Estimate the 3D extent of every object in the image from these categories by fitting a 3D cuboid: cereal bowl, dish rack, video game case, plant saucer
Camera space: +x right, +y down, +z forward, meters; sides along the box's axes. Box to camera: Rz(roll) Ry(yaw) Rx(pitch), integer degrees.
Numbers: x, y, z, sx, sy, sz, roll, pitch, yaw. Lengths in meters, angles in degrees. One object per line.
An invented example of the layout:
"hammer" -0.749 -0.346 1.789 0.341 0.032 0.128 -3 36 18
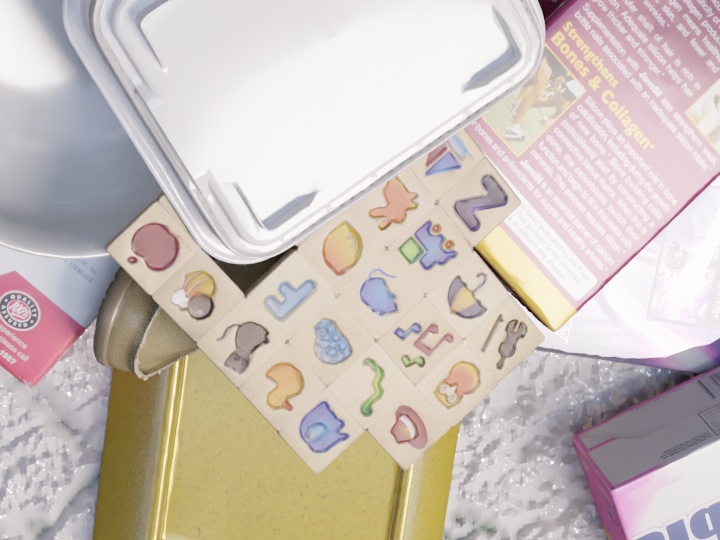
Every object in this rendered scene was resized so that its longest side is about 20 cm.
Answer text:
"cereal bowl" -0.134 -0.113 0.929 0.198 0.083 0.202 -8 114 -20
"dish rack" -0.016 -0.108 0.905 0.199 0.044 0.172 -34 117 -6
"video game case" 0.161 -0.018 1.137 0.198 0.019 0.144 8 101 -13
"plant saucer" -0.040 0.091 1.100 0.198 0.048 0.202 7 101 -7

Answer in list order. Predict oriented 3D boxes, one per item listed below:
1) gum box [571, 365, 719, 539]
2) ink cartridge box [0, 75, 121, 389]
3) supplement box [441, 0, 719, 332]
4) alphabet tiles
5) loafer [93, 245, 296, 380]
"gum box" 0.234 0.112 1.143 0.199 0.066 0.114 -24 118 -4
"ink cartridge box" -0.159 -0.066 1.031 0.145 0.083 0.200 42 92 -17
"supplement box" 0.119 -0.091 1.046 0.200 0.103 0.131 -43 110 1
"alphabet tiles" 0.000 0.000 0.974 0.167 0.008 0.200 -43 117 -3
"loafer" -0.049 -0.003 1.032 0.199 0.067 0.076 -35 151 -28
